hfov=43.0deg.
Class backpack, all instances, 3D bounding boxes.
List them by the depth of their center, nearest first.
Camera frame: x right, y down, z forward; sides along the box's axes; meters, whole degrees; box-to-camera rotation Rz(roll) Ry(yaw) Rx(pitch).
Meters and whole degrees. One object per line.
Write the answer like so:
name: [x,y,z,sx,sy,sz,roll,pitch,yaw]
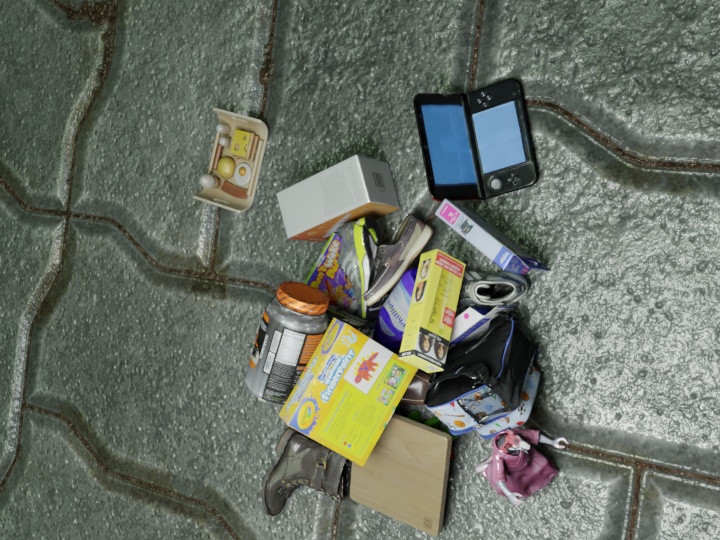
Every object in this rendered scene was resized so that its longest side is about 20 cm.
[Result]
backpack: [0.209,0.196,1.585,0.189,0.200,0.155,-25,108,37]

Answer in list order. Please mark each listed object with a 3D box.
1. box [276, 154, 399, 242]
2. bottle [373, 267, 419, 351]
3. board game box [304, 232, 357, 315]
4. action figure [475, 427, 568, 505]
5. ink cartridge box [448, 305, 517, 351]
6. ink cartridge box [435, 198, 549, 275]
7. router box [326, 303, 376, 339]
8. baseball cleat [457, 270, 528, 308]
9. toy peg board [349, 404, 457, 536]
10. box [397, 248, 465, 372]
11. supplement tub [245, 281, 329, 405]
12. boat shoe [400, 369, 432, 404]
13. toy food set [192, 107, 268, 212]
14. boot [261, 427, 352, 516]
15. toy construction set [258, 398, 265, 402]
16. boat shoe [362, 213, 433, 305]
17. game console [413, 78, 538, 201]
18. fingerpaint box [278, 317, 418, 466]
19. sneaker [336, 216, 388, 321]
box: [-0.044,-0.137,1.783,0.198,0.124,0.099,-22,78,29]
bottle: [0.076,0.087,1.712,0.084,0.065,0.201,53,131,24]
board game box: [-0.047,0.046,1.824,0.134,0.045,0.201,39,108,27]
action figure: [0.263,0.307,1.545,0.134,0.201,0.149,-40,50,-9]
ink cartridge box: [0.184,0.110,1.651,0.199,0.094,0.037,-38,69,24]
ink cartridge box: [0.232,-0.050,1.613,0.199,0.119,0.042,39,105,26]
router box: [-0.076,0.142,1.738,0.198,0.062,0.152,22,108,32]
baseball cleat: [0.198,0.032,1.639,0.198,0.106,0.071,-9,88,33]
toy peg board: [0.092,0.355,1.713,0.198,0.097,0.202,16,112,32]
box: [0.126,0.070,1.593,0.050,0.075,0.202,-19,50,53]
supplement tub: [-0.130,0.131,1.662,0.122,0.122,0.202,28,110,29]
boat shoe: [0.058,0.212,1.740,0.198,0.070,0.072,10,92,30]
toy food set: [-0.286,-0.239,1.973,0.142,0.060,0.203,18,98,31]
boot: [-0.103,0.423,1.830,0.172,0.069,0.203,18,96,31]
toy construction set: [-0.104,0.244,1.832,0.198,0.092,0.133,21,99,19]
boat shoe: [0.058,-0.022,1.694,0.065,0.072,0.201,41,68,-6]
game console: [0.207,-0.236,1.637,0.170,0.118,0.203,-14,81,30]
fingerpaint box: [-0.022,0.214,1.617,0.202,0.166,0.073,-60,19,-5]
sneaker: [0.000,0.000,1.734,0.080,0.073,0.203,-2,94,38]
